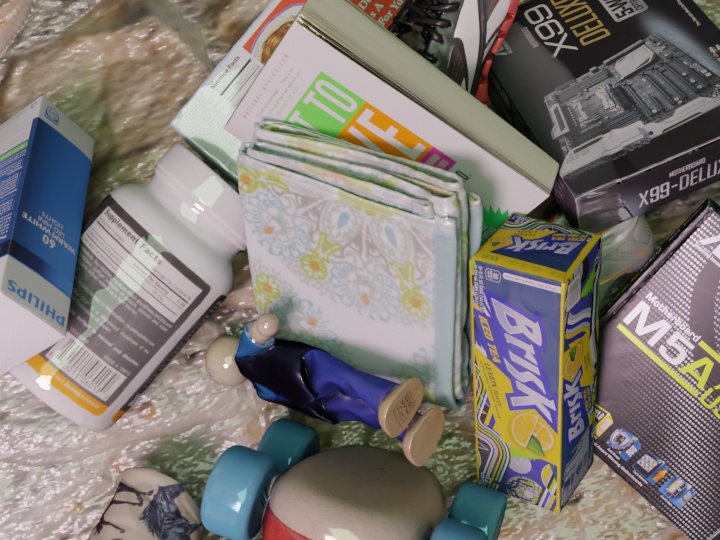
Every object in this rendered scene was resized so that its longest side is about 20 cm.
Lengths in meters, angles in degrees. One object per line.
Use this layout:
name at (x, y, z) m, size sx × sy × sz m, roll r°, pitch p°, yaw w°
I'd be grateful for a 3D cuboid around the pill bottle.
pill bottle at (-0.167, 0.010, 0.771) m, size 0.116 × 0.116 × 0.200 m, roll 41°, pitch 86°, yaw 5°

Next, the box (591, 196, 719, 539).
box at (0.260, 0.085, 0.747) m, size 0.200 × 0.047 × 0.193 m, roll 42°, pitch 115°, yaw 5°

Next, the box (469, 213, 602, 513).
box at (0.120, 0.066, 0.712) m, size 0.070 × 0.064 × 0.201 m, roll 16°, pitch 128°, yaw 29°

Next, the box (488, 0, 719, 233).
box at (0.187, -0.134, 0.758) m, size 0.157 × 0.050 × 0.201 m, roll -22°, pitch 51°, yaw 0°

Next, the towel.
towel at (0.000, 0.000, 0.725) m, size 0.170 × 0.201 × 0.048 m, roll 19°, pitch 45°, yaw 23°

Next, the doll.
doll at (-0.039, 0.079, 0.749) m, size 0.199 × 0.137 × 0.049 m, roll 13°, pitch 59°, yaw 40°

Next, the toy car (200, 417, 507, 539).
toy car at (-0.016, 0.234, 0.726) m, size 0.183 × 0.177 × 0.202 m, roll 16°, pitch 97°, yaw 14°

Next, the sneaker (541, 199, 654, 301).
sneaker at (0.134, 0.015, 0.783) m, size 0.199 × 0.092 × 0.076 m, roll -30°, pitch 40°, yaw 17°

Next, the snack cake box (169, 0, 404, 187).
snack cake box at (-0.038, -0.147, 0.806) m, size 0.115 × 0.067 × 0.200 m, roll 40°, pitch 87°, yaw 6°

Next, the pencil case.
pencil case at (-0.179, 0.231, 0.718) m, size 0.078 × 0.089 × 0.201 m, roll 47°, pitch 43°, yaw -19°

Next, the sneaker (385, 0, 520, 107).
sneaker at (0.056, -0.166, 0.723) m, size 0.071 × 0.098 × 0.202 m, roll 36°, pitch 130°, yaw 32°

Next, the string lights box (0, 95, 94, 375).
string lights box at (-0.254, -0.022, 0.736) m, size 0.102 × 0.059 × 0.201 m, roll -28°, pitch 43°, yaw 22°

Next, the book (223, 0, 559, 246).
book at (0.017, -0.086, 0.716) m, size 0.199 × 0.134 × 0.048 m, roll 33°, pitch 50°, yaw -11°
